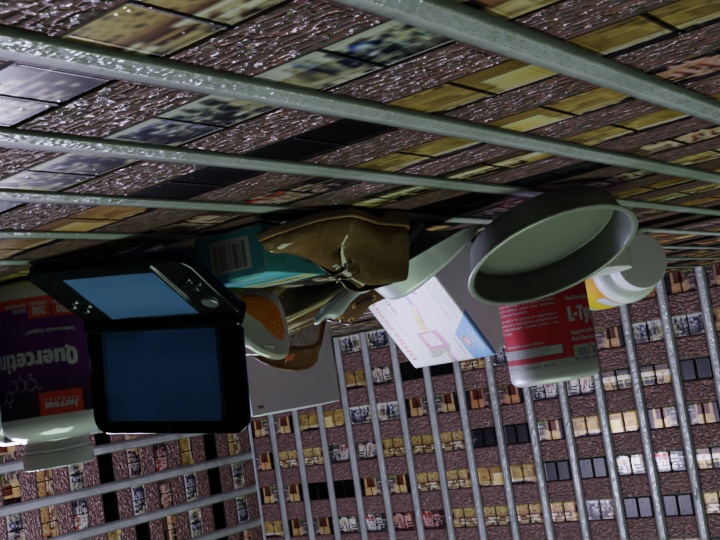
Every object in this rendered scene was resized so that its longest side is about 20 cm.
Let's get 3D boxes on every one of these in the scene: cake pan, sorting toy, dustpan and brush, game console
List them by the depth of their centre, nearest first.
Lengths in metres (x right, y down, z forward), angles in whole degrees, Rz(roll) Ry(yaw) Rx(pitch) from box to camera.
[{"bbox_3d":[-0.219,0.075,1.044,0.197,0.120,0.171,-5,150,25],"label":"game console"},{"bbox_3d":[0.206,-0.028,1.164,0.197,0.037,0.201,-15,153,-8],"label":"cake pan"},{"bbox_3d":[0.030,0.003,1.167,0.200,0.057,0.139,-48,-165,-17],"label":"dustpan and brush"},{"bbox_3d":[-0.202,0.032,1.170,0.198,0.109,0.179,-4,163,42],"label":"sorting toy"}]

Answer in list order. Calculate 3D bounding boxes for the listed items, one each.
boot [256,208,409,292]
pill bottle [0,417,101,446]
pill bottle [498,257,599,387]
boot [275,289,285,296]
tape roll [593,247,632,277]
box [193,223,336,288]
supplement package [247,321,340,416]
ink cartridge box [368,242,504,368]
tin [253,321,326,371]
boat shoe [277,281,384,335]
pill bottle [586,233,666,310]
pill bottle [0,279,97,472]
[{"bbox_3d":[-0.017,-0.018,1.044,0.073,0.077,0.198,-12,173,43],"label":"boot"},{"bbox_3d":[-0.349,0.145,1.289,0.196,0.114,0.112,-7,174,-18],"label":"pill bottle"},{"bbox_3d":[0.224,0.035,1.303,0.110,0.204,0.112,-9,175,-1],"label":"pill bottle"},{"bbox_3d":[-0.066,0.031,1.460,0.197,0.072,0.144,-12,175,2],"label":"boot"},{"bbox_3d":[0.276,-0.022,1.485,0.198,0.072,0.202,-10,174,-1],"label":"tape roll"},{"bbox_3d":[-0.086,-0.012,1.117,0.081,0.050,0.199,-11,174,25],"label":"box"},{"bbox_3d":[-0.132,0.134,1.744,0.144,0.195,0.200,-8,175,-12],"label":"supplement package"},{"bbox_3d":[0.112,0.052,1.498,0.085,0.145,0.199,-45,-166,-28],"label":"ink cartridge box"},{"bbox_3d":[-0.101,0.072,1.469,0.110,0.042,0.201,22,-156,-7],"label":"tin"},{"bbox_3d":[-0.020,0.033,1.247,0.198,0.069,0.072,-28,-154,-27],"label":"boat shoe"},{"bbox_3d":[0.405,-0.001,1.678,0.109,0.113,0.200,-8,174,-10],"label":"pill bottle"},{"bbox_3d":[-0.343,0.113,1.167,0.110,0.204,0.112,-9,174,-1],"label":"pill bottle"}]
